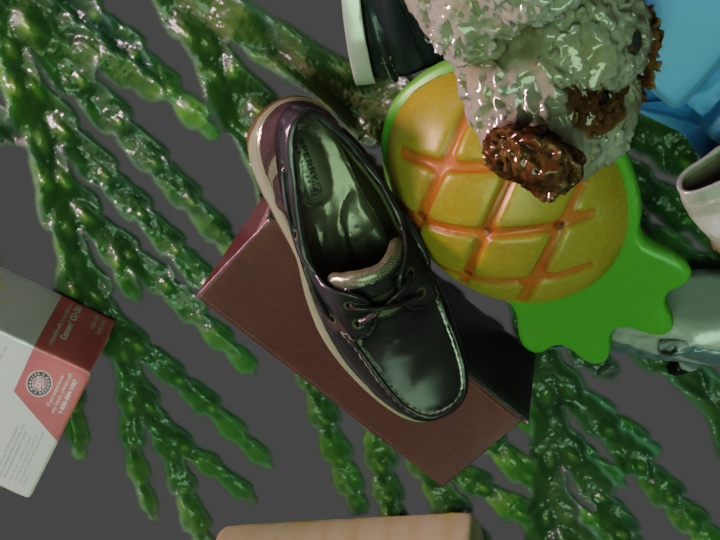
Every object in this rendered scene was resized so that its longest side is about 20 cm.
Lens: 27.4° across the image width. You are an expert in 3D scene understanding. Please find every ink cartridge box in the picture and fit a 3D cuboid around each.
[{"bbox_3d":[-0.273,0.046,0.939,0.199,0.068,0.117,27,119,-8],"label":"ink cartridge box"}]

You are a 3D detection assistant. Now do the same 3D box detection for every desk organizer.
[{"bbox_3d":[0.006,0.034,0.889,0.200,0.072,0.077,39,120,-13],"label":"desk organizer"}]

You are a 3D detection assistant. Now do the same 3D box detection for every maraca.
[{"bbox_3d":[0.095,-0.031,0.815,0.137,0.107,0.200,-28,109,38],"label":"maraca"}]

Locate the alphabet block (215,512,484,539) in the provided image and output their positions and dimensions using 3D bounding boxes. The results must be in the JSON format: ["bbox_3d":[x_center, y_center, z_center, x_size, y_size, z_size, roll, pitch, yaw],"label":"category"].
[{"bbox_3d":[-0.007,0.299,0.964,0.194,0.200,0.197,-4,119,10],"label":"alphabet block"}]

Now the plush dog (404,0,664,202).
[{"bbox_3d":[0.077,-0.120,0.686,0.160,0.200,0.173,-7,115,36],"label":"plush dog"}]

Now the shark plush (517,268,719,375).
[{"bbox_3d":[0.195,0.047,0.874,0.199,0.091,0.083,-12,147,10],"label":"shark plush"}]

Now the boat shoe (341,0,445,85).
[{"bbox_3d":[0.021,-0.190,0.761,0.066,0.075,0.200,-1,119,6],"label":"boat shoe"}]

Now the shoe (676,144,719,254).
[{"bbox_3d":[0.248,-0.075,0.735,0.200,0.070,0.053,-35,118,26],"label":"shoe"}]

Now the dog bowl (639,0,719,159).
[{"bbox_3d":[0.198,-0.112,0.791,0.200,0.050,0.112,35,118,-12],"label":"dog bowl"}]

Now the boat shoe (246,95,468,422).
[{"bbox_3d":[0.000,0.000,0.799,0.073,0.065,0.201,-32,101,-4],"label":"boat shoe"}]
